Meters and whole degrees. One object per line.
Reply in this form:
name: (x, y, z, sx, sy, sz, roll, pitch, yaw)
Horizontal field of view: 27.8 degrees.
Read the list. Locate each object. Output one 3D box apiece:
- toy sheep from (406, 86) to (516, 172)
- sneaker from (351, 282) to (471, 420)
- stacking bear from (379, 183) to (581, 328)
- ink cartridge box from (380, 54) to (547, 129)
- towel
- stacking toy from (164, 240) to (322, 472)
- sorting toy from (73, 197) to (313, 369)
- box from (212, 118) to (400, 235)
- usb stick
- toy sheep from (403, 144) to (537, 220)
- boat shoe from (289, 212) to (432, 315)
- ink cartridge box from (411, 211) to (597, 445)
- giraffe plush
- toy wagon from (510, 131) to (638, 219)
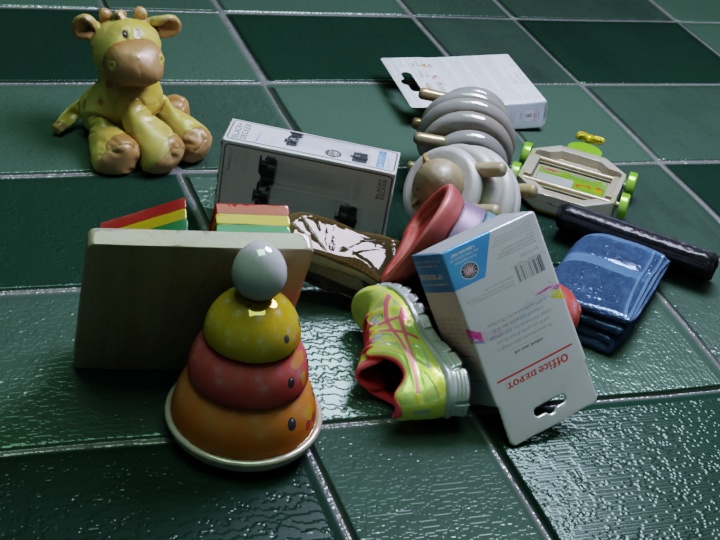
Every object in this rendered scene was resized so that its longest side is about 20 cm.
toy sheep: (0.129, -0.167, 1.816, 0.137, 0.138, 0.201, 10, 48, -1)
sneaker: (0.028, 0.079, 1.432, 0.090, 0.079, 0.200, -15, 34, -20)
stacking bear: (0.140, 0.011, 1.518, 0.199, 0.114, 0.122, 36, 48, -8)
ink cartridge box: (0.143, -0.250, 2.049, 0.198, 0.057, 0.163, -8, 34, -13)
towel: (0.271, 0.015, 1.635, 0.111, 0.049, 0.200, 20, 32, 17)
stacking toy: (-0.098, 0.064, 1.287, 0.145, 0.201, 0.147, 5, 35, -4)
sorting toy: (-0.161, 0.010, 1.351, 0.197, 0.201, 0.070, 1, 55, -15)
box: (-0.062, -0.092, 1.645, 0.198, 0.117, 0.060, 10, 30, 2)
usb stick: (0.329, -0.034, 1.734, 0.199, 0.056, 0.033, 20, 75, 17)
toy sheep: (0.122, -0.078, 1.647, 0.138, 0.138, 0.200, 34, 1, 34)
boat shoe: (0.000, 0.000, 1.559, 0.199, 0.065, 0.074, 25, 47, -12)
ink cartridge box: (0.142, 0.056, 1.424, 0.114, 0.202, 0.068, -24, 8, -23)
giraffe plush: (-0.275, -0.230, 1.761, 0.199, 0.163, 0.172, 33, 38, 32)
toy wagon: (0.278, -0.123, 1.877, 0.154, 0.040, 0.200, 17, 31, 11)
